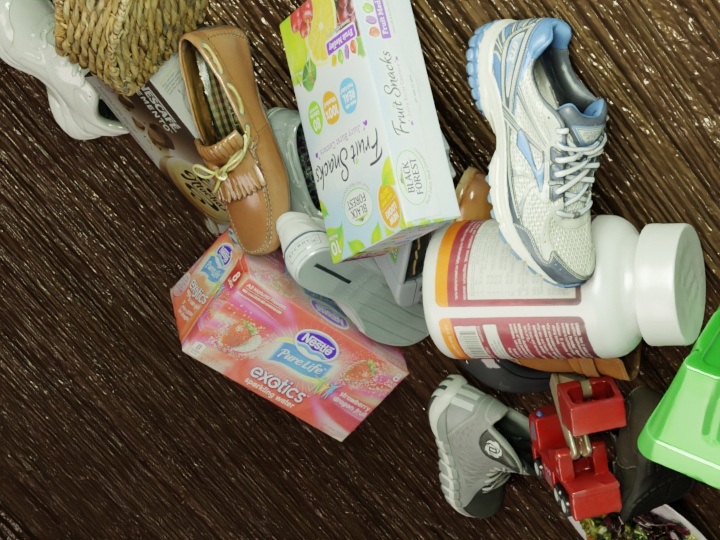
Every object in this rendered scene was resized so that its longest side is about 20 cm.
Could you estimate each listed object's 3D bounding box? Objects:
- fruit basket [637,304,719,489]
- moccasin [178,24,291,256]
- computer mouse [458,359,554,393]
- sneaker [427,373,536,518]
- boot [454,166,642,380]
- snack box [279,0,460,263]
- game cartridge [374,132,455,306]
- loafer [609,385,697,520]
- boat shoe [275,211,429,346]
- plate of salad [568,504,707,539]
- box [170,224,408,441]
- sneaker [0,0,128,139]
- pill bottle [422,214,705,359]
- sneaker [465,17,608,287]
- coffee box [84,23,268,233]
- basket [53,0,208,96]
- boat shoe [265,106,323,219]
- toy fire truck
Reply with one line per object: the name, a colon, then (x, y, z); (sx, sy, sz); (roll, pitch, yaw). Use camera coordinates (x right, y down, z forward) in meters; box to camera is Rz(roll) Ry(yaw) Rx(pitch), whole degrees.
fruit basket: (0.326, 0.131, 1.436); (0.215, 0.156, 0.216); (23, 140, 21)
moccasin: (-0.112, -0.110, 1.640); (0.073, 0.078, 0.203); (-2, 102, 40)
computer mouse: (0.083, 0.061, 1.775); (0.200, 0.046, 0.140); (44, 155, -6)
sneaker: (0.138, 0.196, 1.891); (0.115, 0.075, 0.201); (20, 147, 34)
boot: (0.152, 0.009, 1.563); (0.155, 0.077, 0.201); (14, 132, 30)
snack box: (0.004, -0.119, 1.460); (0.142, 0.053, 0.201); (-26, 76, 65)
game cartridge: (0.028, -0.076, 1.564); (0.200, 0.040, 0.134); (99, 153, -56)
loafer: (0.257, 0.157, 1.678); (0.200, 0.073, 0.072); (92, 154, -61)
boat shoe: (0.000, 0.000, 1.676); (0.200, 0.073, 0.067); (38, -162, -49)
plate of salad: (0.271, 0.269, 1.852); (0.200, 0.048, 0.200); (32, 154, 18)
box: (-0.065, 0.057, 1.747); (0.200, 0.103, 0.095); (33, -159, -31)
sneaker: (-0.277, -0.205, 1.835); (0.099, 0.078, 0.200); (8, 149, 40)
pill bottle: (0.156, 0.013, 1.456); (0.199, 0.110, 0.110); (-1, 137, 25)
sneaker: (0.137, -0.086, 1.354); (0.085, 0.077, 0.201); (-13, 94, 45)
coffee box: (-0.144, -0.132, 1.740); (0.113, 0.080, 0.200); (3, 136, 55)
basket: (-0.217, -0.256, 1.563); (0.149, 0.143, 0.200); (36, 155, 8)
boat shoe: (-0.029, -0.057, 1.706); (0.071, 0.070, 0.201); (8, 134, 51)
toy fire truck: (0.189, 0.142, 1.687); (0.200, 0.048, 0.142); (-122, 21, -71)
